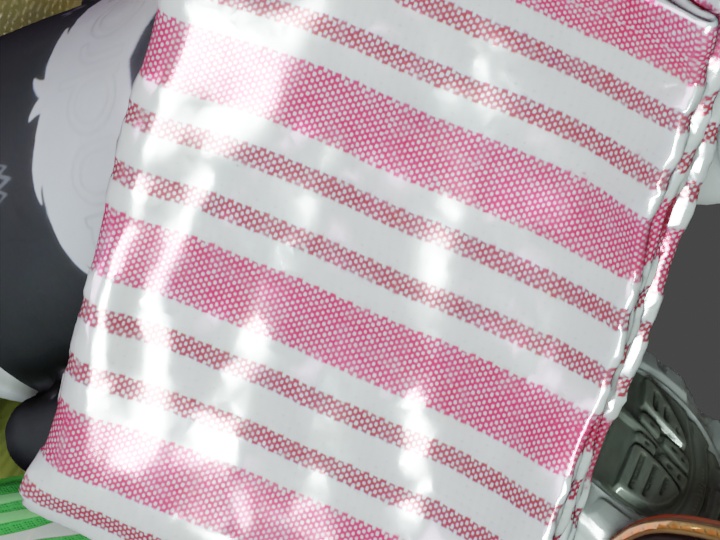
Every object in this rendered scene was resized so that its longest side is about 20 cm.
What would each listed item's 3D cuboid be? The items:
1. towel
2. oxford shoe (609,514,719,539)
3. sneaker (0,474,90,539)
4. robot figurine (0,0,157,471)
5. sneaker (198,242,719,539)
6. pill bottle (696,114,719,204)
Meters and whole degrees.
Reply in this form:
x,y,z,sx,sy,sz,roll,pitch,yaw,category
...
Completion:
x,y,z,sx,sy,sz,roll,pitch,yaw,category
0.000,0.000,0.712,0.146,0.030,0.200,21,107,14,towel
0.123,0.127,0.662,0.200,0.073,0.071,39,106,25,oxford shoe
-0.042,0.104,0.809,0.200,0.084,0.074,19,78,17,sneaker
-0.064,-0.025,0.885,0.200,0.150,0.125,-15,108,40,robot figurine
0.022,0.054,0.784,0.200,0.078,0.099,35,127,10,sneaker
0.082,-0.088,0.768,0.200,0.112,0.112,42,108,39,pill bottle
